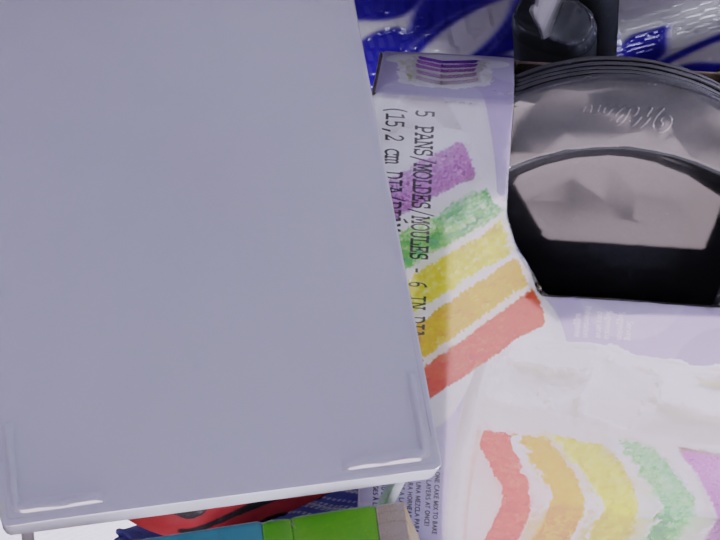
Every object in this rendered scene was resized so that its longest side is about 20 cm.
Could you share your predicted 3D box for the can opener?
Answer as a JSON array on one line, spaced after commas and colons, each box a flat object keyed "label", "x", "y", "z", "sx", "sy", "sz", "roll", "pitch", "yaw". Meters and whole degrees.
[{"label": "can opener", "x": 0.066, "y": -0.102, "z": 0.705, "sx": 0.066, "sy": 0.053, "sz": 0.200, "roll": 19, "pitch": 161, "yaw": 18}]

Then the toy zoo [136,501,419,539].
[{"label": "toy zoo", "x": -0.076, "y": 0.118, "z": 0.671, "sx": 0.199, "sy": 0.021, "sz": 0.131, "roll": -10, "pitch": 162, "yaw": 3}]

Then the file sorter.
[{"label": "file sorter", "x": -0.066, "y": -0.001, "z": 0.674, "sx": 0.138, "sy": 0.201, "sz": 0.125, "roll": -6, "pitch": 160, "yaw": -11}]

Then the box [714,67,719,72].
[{"label": "box", "x": 0.167, "y": -0.044, "z": 0.743, "sx": 0.200, "sy": 0.082, "sz": 0.068, "roll": -36, "pitch": -169, "yaw": 16}]

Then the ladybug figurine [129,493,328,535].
[{"label": "ladybug figurine", "x": -0.045, "y": 0.078, "z": 0.951, "sx": 0.199, "sy": 0.072, "sz": 0.136, "roll": -24, "pitch": 155, "yaw": -11}]

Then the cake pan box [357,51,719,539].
[{"label": "cake pan box", "x": 0.092, "y": 0.015, "z": 0.705, "sx": 0.183, "sy": 0.052, "sz": 0.201, "roll": 4, "pitch": 117, "yaw": 2}]

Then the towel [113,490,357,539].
[{"label": "towel", "x": -0.019, "y": 0.121, "z": 1.010, "sx": 0.144, "sy": 0.024, "sz": 0.199, "roll": 2, "pitch": -161, "yaw": 45}]
